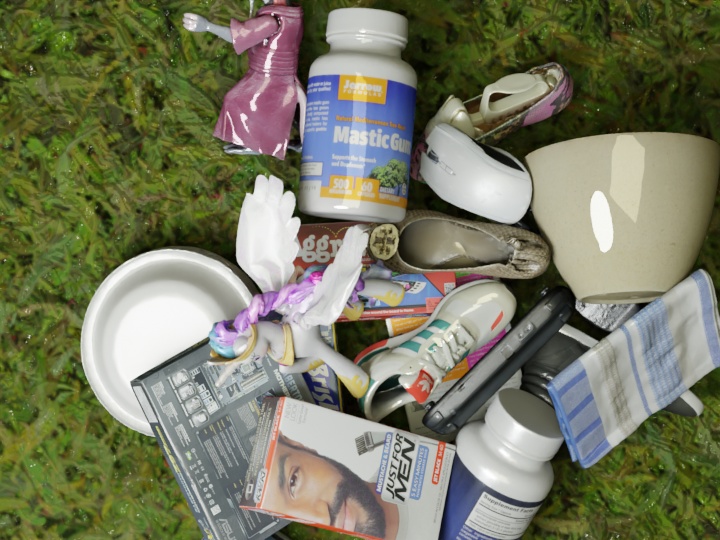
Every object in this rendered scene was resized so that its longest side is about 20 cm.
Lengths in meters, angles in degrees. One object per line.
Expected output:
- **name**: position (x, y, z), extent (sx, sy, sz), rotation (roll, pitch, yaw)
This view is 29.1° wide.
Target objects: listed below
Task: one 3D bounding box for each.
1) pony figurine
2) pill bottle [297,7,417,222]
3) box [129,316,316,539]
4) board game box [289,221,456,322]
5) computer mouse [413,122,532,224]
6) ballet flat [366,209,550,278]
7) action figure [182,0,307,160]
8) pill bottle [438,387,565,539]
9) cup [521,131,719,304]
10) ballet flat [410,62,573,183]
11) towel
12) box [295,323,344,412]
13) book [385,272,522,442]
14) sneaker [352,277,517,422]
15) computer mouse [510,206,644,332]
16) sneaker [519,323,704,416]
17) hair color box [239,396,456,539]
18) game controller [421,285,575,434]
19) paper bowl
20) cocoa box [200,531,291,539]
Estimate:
- **pony figurine**: position (-0.048, 0.028, 1.327), extent (0.166, 0.199, 0.195), rotation (30, 102, 40)
- **pill bottle**: position (-0.001, -0.153, 1.384), extent (0.110, 0.112, 0.203), rotation (5, 89, 2)
- **box**: position (-0.117, 0.163, 1.389), extent (0.157, 0.051, 0.202), rotation (-29, 97, -25)
- **board game box**: position (0.000, 0.000, 1.446), extent (0.197, 0.019, 0.104), rotation (-4, 74, -3)
- **computer mouse**: position (0.089, -0.112, 1.410), extent (0.199, 0.044, 0.111), rotation (32, 114, 34)
- **ballet flat**: position (0.093, -0.023, 1.392), extent (0.197, 0.046, 0.068), rotation (9, 93, 23)
- **action figure**: position (-0.090, -0.212, 1.419), extent (0.148, 0.133, 0.203), rotation (22, 120, 29)
- **pill bottle**: position (0.131, 0.225, 1.434), extent (0.110, 0.111, 0.202), rotation (28, 112, 0)
- **cup**: position (0.264, -0.044, 1.387), extent (0.197, 0.200, 0.145), rotation (-3, 81, 2)
- **ballet flat**: position (0.131, -0.165, 1.459), extent (0.198, 0.071, 0.070), rotation (-28, 58, 2)
- **towel**: position (0.278, 0.099, 1.369), extent (0.199, 0.024, 0.148), rotation (-35, 136, -9)
- **box**: position (-0.049, 0.139, 1.482), extent (0.063, 0.070, 0.203), rotation (-5, 93, 1)
- **book**: position (0.099, 0.078, 1.489), extent (0.132, 0.048, 0.203), rotation (-12, 94, 0)
- **sneaker**: position (0.077, 0.089, 1.401), extent (0.198, 0.094, 0.070), rotation (-32, 119, 18)
- **computer mouse**: position (0.225, -0.007, 1.491), extent (0.200, 0.034, 0.059), rotation (44, 110, 4)
- **sneaker**: position (0.257, 0.134, 1.464), extent (0.198, 0.071, 0.100), rotation (25, 78, 7)
- **hair color box**: position (-0.010, 0.203, 1.374), extent (0.198, 0.064, 0.112), rotation (18, 76, -23)
- **game controller**: position (0.143, 0.091, 1.416), extent (0.200, 0.104, 0.042), rotation (-45, 83, 9)
- **paper bowl**: position (-0.197, 0.077, 1.469), extent (0.197, 0.104, 0.204), rotation (0, 94, 1)
- **cocoa box**: position (-0.099, 0.360, 1.464), extent (0.199, 0.131, 0.134), rotation (34, 93, 0)
